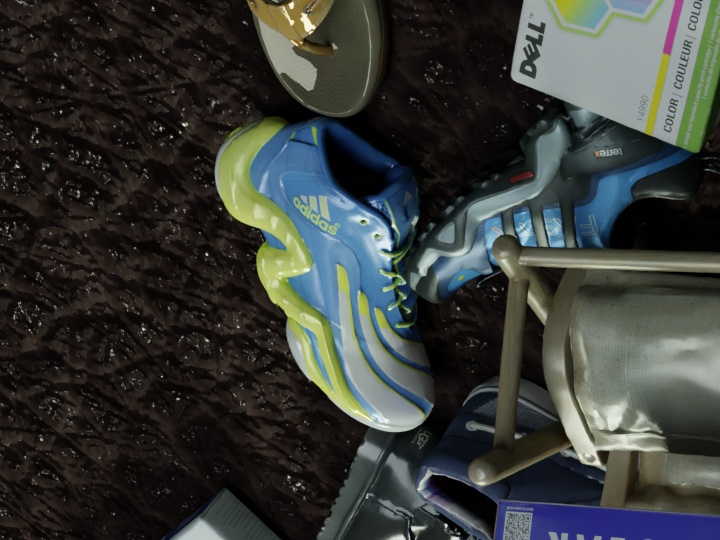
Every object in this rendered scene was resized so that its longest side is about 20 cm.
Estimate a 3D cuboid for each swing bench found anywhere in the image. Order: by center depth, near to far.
[{"bbox_3d":[0.186,0.065,1.195,0.199,0.200,0.130,3,81,27],"label":"swing bench"}]

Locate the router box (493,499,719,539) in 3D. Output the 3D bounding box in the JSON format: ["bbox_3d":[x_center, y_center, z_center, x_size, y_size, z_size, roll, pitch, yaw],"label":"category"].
[{"bbox_3d":[0.191,0.146,1.119,0.179,0.049,0.200,13,170,-37],"label":"router box"}]

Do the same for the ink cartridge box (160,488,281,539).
[{"bbox_3d":[-0.075,0.260,1.620,0.200,0.041,0.200,46,136,-4],"label":"ink cartridge box"}]

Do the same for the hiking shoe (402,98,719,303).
[{"bbox_3d":[0.096,-0.025,1.252,0.087,0.074,0.200,45,136,-2],"label":"hiking shoe"}]

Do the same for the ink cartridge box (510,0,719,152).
[{"bbox_3d":[0.097,-0.164,1.142,0.200,0.076,0.148,23,133,17],"label":"ink cartridge box"}]

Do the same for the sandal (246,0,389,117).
[{"bbox_3d":[-0.033,-0.165,1.248,0.080,0.054,0.200,16,131,25],"label":"sandal"}]

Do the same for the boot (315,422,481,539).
[{"bbox_3d":[0.074,0.186,1.448,0.200,0.066,0.165,29,137,7],"label":"boot"}]

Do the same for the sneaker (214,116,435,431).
[{"bbox_3d":[0.000,0.000,1.334,0.105,0.076,0.200,-19,110,48],"label":"sneaker"}]

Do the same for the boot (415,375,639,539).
[{"bbox_3d":[0.131,0.140,1.345,0.200,0.090,0.073,26,134,16],"label":"boot"}]
